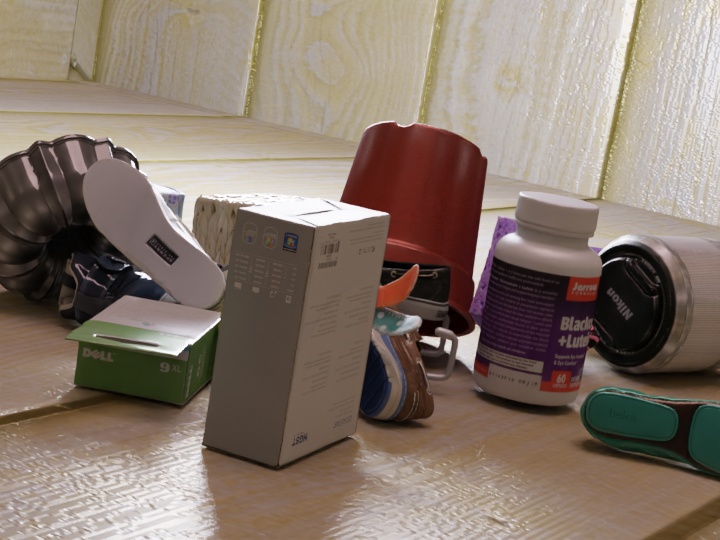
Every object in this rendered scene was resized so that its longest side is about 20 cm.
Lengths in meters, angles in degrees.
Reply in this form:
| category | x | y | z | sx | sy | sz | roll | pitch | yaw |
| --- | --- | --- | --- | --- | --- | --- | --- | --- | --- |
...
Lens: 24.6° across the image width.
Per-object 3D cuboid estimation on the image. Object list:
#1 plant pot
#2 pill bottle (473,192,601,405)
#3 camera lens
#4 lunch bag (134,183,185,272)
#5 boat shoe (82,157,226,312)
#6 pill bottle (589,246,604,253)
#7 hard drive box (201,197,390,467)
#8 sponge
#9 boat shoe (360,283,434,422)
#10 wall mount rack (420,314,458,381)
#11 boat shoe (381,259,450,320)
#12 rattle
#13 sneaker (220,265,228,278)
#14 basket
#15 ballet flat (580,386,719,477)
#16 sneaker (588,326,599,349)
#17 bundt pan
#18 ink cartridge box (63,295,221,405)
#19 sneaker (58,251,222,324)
| category | x | y | z | sx | sy | sz | roll | pitch | yaw |
| --- | --- | --- | --- | --- | --- | --- | --- | --- | --- |
| plant pot | 0.052 | -0.050 | 1.850 | 0.199 | 0.197 | 0.201 | 13 | -15 | 3 |
| pill bottle | 0.185 | 0.027 | 1.684 | 0.110 | 0.202 | 0.111 | 9 | 10 | -2 |
| camera lens | 0.372 | 0.040 | 1.952 | 0.199 | 0.161 | 0.159 | 2 | 13 | -40 |
| lunch bag | -0.336 | -0.068 | 1.986 | 0.169 | 0.128 | 0.199 | 4 | 5 | -41 |
| boat shoe | -0.200 | -0.029 | 1.646 | 0.200 | 0.071 | 0.070 | 43 | -7 | 17 |
| pill bottle | 0.318 | 0.029 | 2.100 | 0.198 | 0.112 | 0.111 | 7 | 10 | -11 |
| hard drive box | -0.051 | 0.047 | 1.388 | 0.076 | 0.202 | 0.156 | 13 | 10 | 22 |
| sponge | 0.161 | 0.018 | 1.845 | 0.030 | 0.112 | 0.200 | 14 | -10 | 14 |
| boat shoe | 0.019 | 0.073 | 1.589 | 0.072 | 0.072 | 0.201 | 20 | 36 | -31 |
| wall mount rack | 0.010 | 0.065 | 1.711 | 0.172 | 0.075 | 0.200 | 9 | 9 | -3 |
| boat shoe | 0.000 | 0.000 | 1.701 | 0.198 | 0.057 | 0.069 | 15 | 10 | 13 |
| rattle | -0.024 | 0.055 | 1.563 | 0.199 | 0.131 | 0.143 | -23 | -31 | 5 |
| sneaker | -0.089 | 0.053 | 1.759 | 0.070 | 0.083 | 0.200 | -33 | -26 | 23 |
| basket | -0.093 | -0.018 | 1.919 | 0.123 | 0.137 | 0.199 | 13 | 10 | 41 |
| ballet flat | 0.306 | 0.151 | 1.556 | 0.198 | 0.068 | 0.070 | 14 | -4 | 12 |
| sneaker | 0.231 | 0.059 | 1.893 | 0.095 | 0.079 | 0.200 | 19 | 36 | 11 |
| bundt pan | -0.307 | -0.043 | 1.731 | 0.201 | 0.203 | 0.076 | 2 | 42 | -36 |
| ink cartridge box | -0.195 | 0.076 | 1.496 | 0.103 | 0.060 | 0.200 | 10 | 10 | 6 |
| sneaker | -0.231 | 0.019 | 1.729 | 0.145 | 0.078 | 0.202 | 15 | 12 | 12 |
